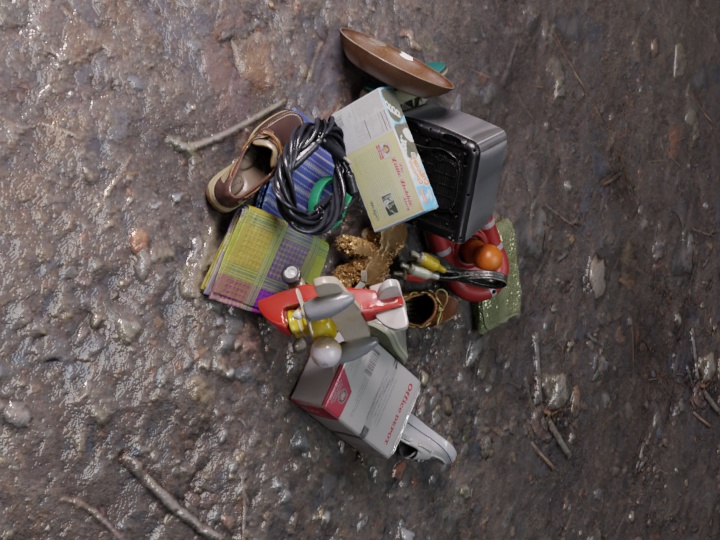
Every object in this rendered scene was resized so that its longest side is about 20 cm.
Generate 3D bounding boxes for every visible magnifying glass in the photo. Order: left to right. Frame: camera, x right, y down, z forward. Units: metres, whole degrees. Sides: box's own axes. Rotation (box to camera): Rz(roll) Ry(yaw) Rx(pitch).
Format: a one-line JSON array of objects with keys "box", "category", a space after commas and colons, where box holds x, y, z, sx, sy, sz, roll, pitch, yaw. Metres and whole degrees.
[{"box": [-0.022, -0.135, 1.618, 0.200, 0.022, 0.080, -45, 132, -41], "category": "magnifying glass"}]

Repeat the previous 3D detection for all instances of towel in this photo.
[{"box": [-0.135, -0.007, 1.498, 0.200, 0.023, 0.144, 21, 92, -48], "category": "towel"}, {"box": [-0.089, -0.129, 1.554, 0.145, 0.024, 0.201, 31, 72, -48], "category": "towel"}, {"box": [0.260, 0.011, 1.965, 0.148, 0.036, 0.201, -27, 115, -45], "category": "towel"}]

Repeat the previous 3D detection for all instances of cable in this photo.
[{"box": [-0.062, -0.138, 1.479, 0.200, 0.051, 0.164, -29, 122, -56], "category": "cable"}, {"box": [0.150, 0.014, 1.742, 0.199, 0.097, 0.051, 19, 55, -17], "category": "cable"}]

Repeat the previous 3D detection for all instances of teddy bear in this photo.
[{"box": [0.000, 0.000, 1.654, 0.145, 0.067, 0.201, 19, 87, -39], "category": "teddy bear"}]

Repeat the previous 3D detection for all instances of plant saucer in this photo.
[{"box": [0.050, -0.316, 1.582, 0.200, 0.200, 0.037, 6, 118, -49], "category": "plant saucer"}]

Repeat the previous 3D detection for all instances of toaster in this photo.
[{"box": [0.124, -0.169, 1.647, 0.119, 0.180, 0.201, -31, 136, -50], "category": "toaster"}]

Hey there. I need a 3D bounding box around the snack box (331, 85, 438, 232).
[{"box": [0.036, -0.170, 1.575, 0.037, 0.116, 0.201, -20, 90, -44], "category": "snack box"}]

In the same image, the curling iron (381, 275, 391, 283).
[{"box": [-0.027, 0.049, 1.584, 0.199, 0.026, 0.050, -17, 149, -25], "category": "curling iron"}]

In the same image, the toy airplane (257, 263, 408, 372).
[{"box": [-0.027, 0.073, 1.454, 0.199, 0.199, 0.142, 24, 63, -27], "category": "toy airplane"}]

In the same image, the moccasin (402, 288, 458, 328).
[{"box": [0.108, 0.065, 1.765, 0.201, 0.078, 0.074, 10, 87, -49], "category": "moccasin"}]

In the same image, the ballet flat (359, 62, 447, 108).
[{"box": [0.072, -0.294, 1.692, 0.200, 0.069, 0.070, -26, 114, -39], "category": "ballet flat"}]

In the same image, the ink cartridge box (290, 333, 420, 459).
[{"box": [-0.003, 0.196, 1.650, 0.200, 0.085, 0.146, 44, 63, -41], "category": "ink cartridge box"}]

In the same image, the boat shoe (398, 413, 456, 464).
[{"box": [0.094, 0.303, 1.795, 0.200, 0.073, 0.066, 40, 70, -33], "category": "boat shoe"}]

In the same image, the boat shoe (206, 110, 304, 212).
[{"box": [-0.135, -0.162, 1.447, 0.072, 0.072, 0.200, 51, 59, -14], "category": "boat shoe"}]

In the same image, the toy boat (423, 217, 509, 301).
[{"box": [0.205, -0.031, 1.803, 0.130, 0.131, 0.200, -32, 121, -12], "category": "toy boat"}]

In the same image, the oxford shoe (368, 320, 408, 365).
[{"box": [0.047, 0.105, 1.660, 0.058, 0.075, 0.200, -64, 162, -19], "category": "oxford shoe"}]
